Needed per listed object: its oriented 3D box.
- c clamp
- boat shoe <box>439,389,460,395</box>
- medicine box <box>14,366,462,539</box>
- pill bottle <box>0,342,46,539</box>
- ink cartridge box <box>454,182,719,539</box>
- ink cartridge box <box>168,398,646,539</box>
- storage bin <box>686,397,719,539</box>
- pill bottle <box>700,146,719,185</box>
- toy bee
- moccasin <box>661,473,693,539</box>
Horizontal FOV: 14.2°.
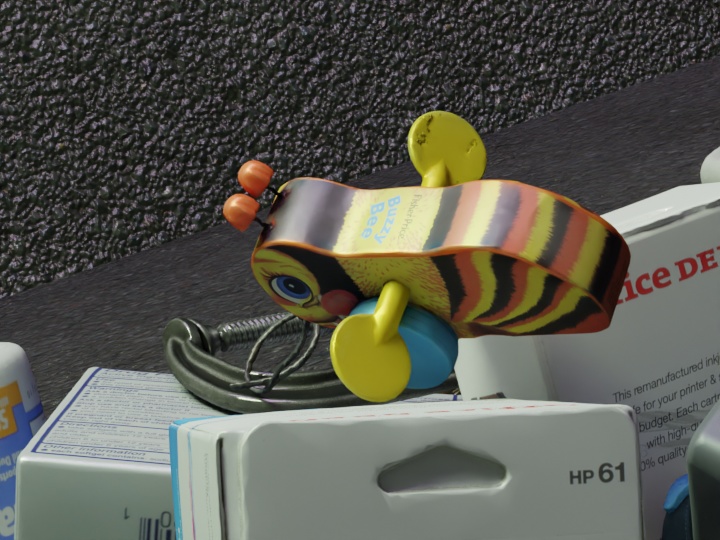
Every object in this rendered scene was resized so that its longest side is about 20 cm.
[{"bbox_3d":[-0.011,0.033,1.340,0.200,0.027,0.171,-12,24,-40],"label":"c clamp"},{"bbox_3d":[0.067,0.061,1.381,0.070,0.071,0.200,-17,8,-34],"label":"boat shoe"},{"bbox_3d":[-0.046,0.114,1.255,0.182,0.103,0.200,5,9,3],"label":"medicine box"},{"bbox_3d":[-0.187,0.144,1.378,0.112,0.200,0.112,-15,8,2],"label":"pill bottle"},{"bbox_3d":[0.132,0.074,1.253,0.145,0.200,0.084,-19,9,-27],"label":"ink cartridge box"},{"bbox_3d":[0.011,0.091,1.040,0.144,0.085,0.200,-3,-3,-8],"label":"ink cartridge box"},{"bbox_3d":[0.217,0.057,1.088,0.134,0.146,0.200,23,56,27],"label":"storage bin"},{"bbox_3d":[0.235,0.030,1.351,0.113,0.200,0.113,-15,9,2],"label":"pill bottle"},{"bbox_3d":[0.000,0.000,1.153,0.200,0.109,0.131,-28,37,24],"label":"toy bee"},{"bbox_3d":[0.220,0.127,1.172,0.200,0.068,0.080,9,-2,7],"label":"moccasin"}]
